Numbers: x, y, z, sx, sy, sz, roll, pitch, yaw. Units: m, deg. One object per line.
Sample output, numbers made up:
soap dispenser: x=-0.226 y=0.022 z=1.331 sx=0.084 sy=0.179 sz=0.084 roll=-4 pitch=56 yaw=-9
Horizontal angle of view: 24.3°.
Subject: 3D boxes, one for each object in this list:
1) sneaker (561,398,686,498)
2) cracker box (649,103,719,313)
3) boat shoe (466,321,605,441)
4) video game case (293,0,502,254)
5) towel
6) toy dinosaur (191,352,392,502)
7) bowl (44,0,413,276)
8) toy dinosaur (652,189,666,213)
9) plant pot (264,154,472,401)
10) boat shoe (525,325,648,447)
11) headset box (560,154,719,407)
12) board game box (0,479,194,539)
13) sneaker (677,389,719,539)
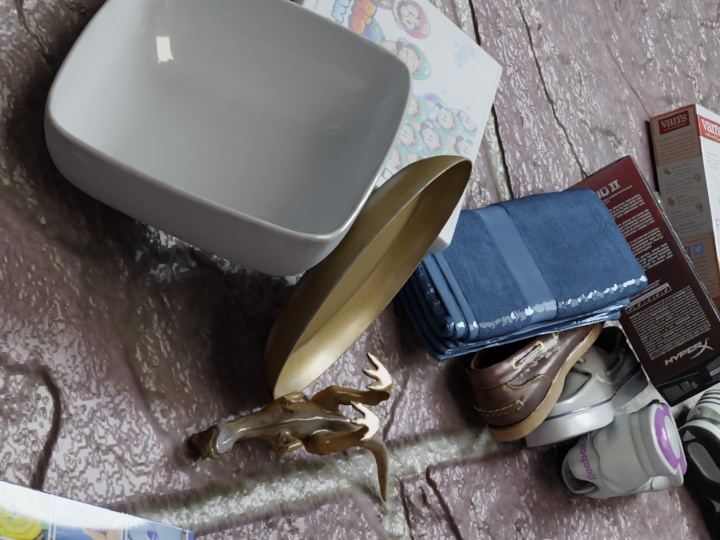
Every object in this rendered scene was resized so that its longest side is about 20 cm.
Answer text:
sneaker: x=0.218 y=0.151 z=1.400 sx=0.200 sy=0.099 sz=0.075 roll=35 pitch=38 yaw=-71
cracker box: x=0.355 y=-0.053 z=1.673 sx=0.134 sy=0.057 sz=0.201 roll=14 pitch=65 yaw=-51
boat shoe: x=0.141 y=0.048 z=1.329 sx=0.071 sy=0.070 sz=0.200 roll=61 pitch=35 yaw=-20
video game case: x=0.018 y=-0.138 z=1.245 sx=0.182 sy=0.024 sz=0.201 roll=38 pitch=47 yaw=-21
towel: x=0.117 y=-0.001 z=1.279 sx=0.199 sy=0.049 sz=0.112 roll=-12 pitch=66 yaw=-31
toy dinosaur: x=-0.019 y=0.100 z=1.086 sx=0.199 sy=0.106 sz=0.061 roll=14 pitch=58 yaw=-43
bowl: x=-0.082 y=-0.087 z=1.024 sx=0.199 sy=0.075 sz=0.201 roll=24 pitch=46 yaw=1
toy dinosaur: x=0.267 y=0.004 z=1.545 sx=0.088 sy=0.047 sz=0.201 roll=18 pitch=66 yaw=-57
plant pot: x=0.000 y=0.000 z=1.083 sx=0.027 sy=0.201 sz=0.200 roll=38 pitch=36 yaw=10
boat shoe: x=0.181 y=0.090 z=1.369 sx=0.200 sy=0.072 sz=0.066 roll=-23 pitch=93 yaw=-56
headset box: x=0.239 y=0.003 z=1.404 sx=0.201 sy=0.075 sz=0.149 roll=64 pitch=9 yaw=16
board game box: x=-0.170 y=0.187 z=0.882 sx=0.200 sy=0.034 sz=0.136 roll=26 pitch=57 yaw=-46
sneaker: x=0.372 y=0.198 z=1.580 sx=0.201 sy=0.075 sz=0.115 roll=59 pitch=39 yaw=-15
